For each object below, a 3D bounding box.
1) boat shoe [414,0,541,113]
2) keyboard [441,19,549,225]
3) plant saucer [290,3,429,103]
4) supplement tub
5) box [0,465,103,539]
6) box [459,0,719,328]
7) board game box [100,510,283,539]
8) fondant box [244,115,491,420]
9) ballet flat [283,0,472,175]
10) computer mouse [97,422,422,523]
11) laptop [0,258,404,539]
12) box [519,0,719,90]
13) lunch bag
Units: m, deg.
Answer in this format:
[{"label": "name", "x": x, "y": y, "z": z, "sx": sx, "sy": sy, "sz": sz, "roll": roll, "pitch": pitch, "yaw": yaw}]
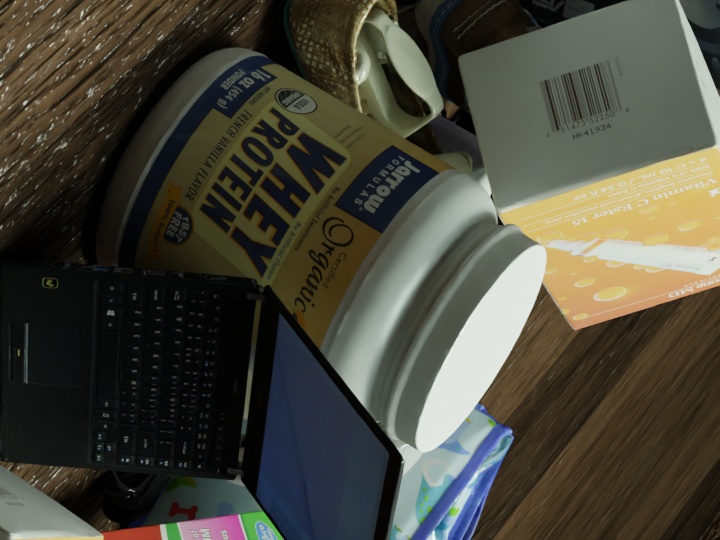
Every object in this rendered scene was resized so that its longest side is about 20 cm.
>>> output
[{"label": "boat shoe", "x": 0.082, "y": -0.115, "z": 1.728, "sx": 0.072, "sy": 0.072, "sz": 0.200, "roll": -39, "pitch": 160, "yaw": 4}, {"label": "keyboard", "x": 0.089, "y": -0.084, "z": 1.892, "sx": 0.104, "sy": 0.040, "sz": 0.201, "roll": -12, "pitch": -132, "yaw": 47}, {"label": "plant saucer", "x": -0.023, "y": -0.071, "z": 1.705, "sx": 0.201, "sy": 0.034, "sz": 0.200, "roll": -53, "pitch": 165, "yaw": -22}, {"label": "supplement tub", "x": -0.019, "y": -0.009, "z": 1.517, "sx": 0.145, "sy": 0.199, "sz": 0.145, "roll": -53, "pitch": 163, "yaw": -23}, {"label": "box", "x": -0.229, "y": 0.188, "z": 1.421, "sx": 0.201, "sy": 0.097, "sz": 0.124, "roll": -60, "pitch": 165, "yaw": 5}, {"label": "box", "x": 0.145, "y": -0.058, "z": 1.651, "sx": 0.124, "sy": 0.098, "sz": 0.200, "roll": -18, "pitch": 157, "yaw": 10}, {"label": "board game box", "x": -0.103, "y": 0.217, "z": 1.649, "sx": 0.199, "sy": 0.154, "sz": 0.040, "roll": -3, "pitch": 151, "yaw": -47}, {"label": "fondant box", "x": 0.000, "y": 0.000, "z": 1.741, "sx": 0.200, "sy": 0.058, "sz": 0.145, "roll": -32, "pitch": 149, "yaw": -61}, {"label": "ballet flat", "x": 0.021, "y": -0.068, "z": 1.594, "sx": 0.071, "sy": 0.065, "sz": 0.201, "roll": -49, "pitch": 123, "yaw": -43}, {"label": "computer mouse", "x": -0.045, "y": 0.114, "z": 1.715, "sx": 0.110, "sy": 0.199, "sz": 0.044, "roll": -32, "pitch": 113, "yaw": -58}, {"label": "laptop", "x": -0.085, "y": 0.091, "z": 1.464, "sx": 0.178, "sy": 0.199, "sz": 0.104, "roll": 100, "pitch": -6, "yaw": -53}, {"label": "box", "x": 0.184, "y": -0.205, "z": 1.740, "sx": 0.043, "sy": 0.199, "sz": 0.161, "roll": -20, "pitch": 129, "yaw": -55}, {"label": "lunch bag", "x": -0.024, "y": 0.141, "z": 1.834, "sx": 0.201, "sy": 0.170, "sz": 0.127, "roll": -59, "pitch": 164, "yaw": -2}]
